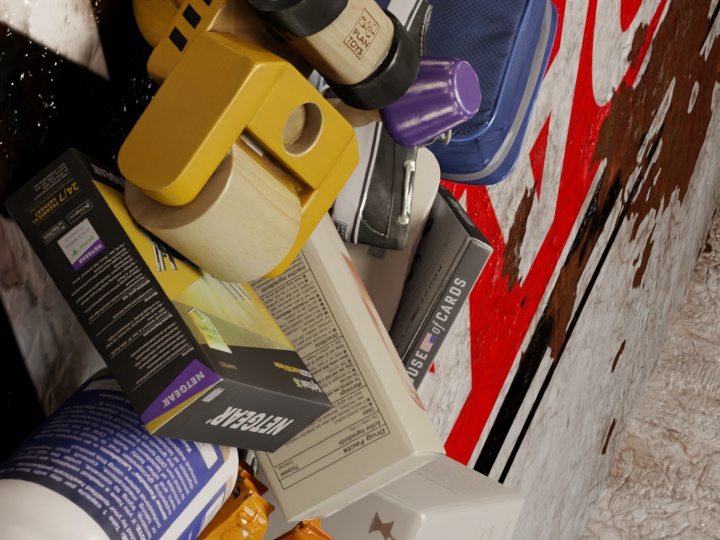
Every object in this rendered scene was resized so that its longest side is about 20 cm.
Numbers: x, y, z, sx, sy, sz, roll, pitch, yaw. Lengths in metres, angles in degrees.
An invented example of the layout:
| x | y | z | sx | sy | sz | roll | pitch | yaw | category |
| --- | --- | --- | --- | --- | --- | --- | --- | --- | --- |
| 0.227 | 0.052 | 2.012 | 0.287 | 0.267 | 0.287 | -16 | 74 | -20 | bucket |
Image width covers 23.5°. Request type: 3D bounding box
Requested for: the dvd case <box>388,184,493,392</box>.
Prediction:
| x | y | z | sx | sy | sz | roll | pitch | yaw | category |
| --- | --- | --- | --- | --- | --- | --- | --- | --- | --- |
| 0.039 | 0.021 | 1.281 | 0.150 | 0.025 | 0.200 | -63 | -168 | 10 | dvd case |

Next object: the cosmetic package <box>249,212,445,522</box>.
| x | y | z | sx | sy | sz | roll | pitch | yaw | category |
| --- | --- | --- | --- | --- | --- | --- | --- | --- | --- |
| -0.037 | 0.054 | 1.142 | 0.200 | 0.103 | 0.087 | 65 | 13 | 13 | cosmetic package |

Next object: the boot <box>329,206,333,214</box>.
| x | y | z | sx | sy | sz | roll | pitch | yaw | category |
| --- | --- | --- | --- | --- | --- | --- | --- | --- | --- |
| -0.033 | -0.036 | 1.302 | 0.200 | 0.068 | 0.189 | -9 | 115 | -71 | boot |

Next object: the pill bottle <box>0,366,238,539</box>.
| x | y | z | sx | sy | sz | roll | pitch | yaw | category |
| --- | --- | --- | --- | --- | --- | --- | --- | --- | --- |
| -0.163 | 0.148 | 1.003 | 0.200 | 0.116 | 0.116 | -49 | 150 | -52 | pill bottle |

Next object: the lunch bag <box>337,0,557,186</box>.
| x | y | z | sx | sy | sz | roll | pitch | yaw | category |
| --- | --- | --- | --- | --- | --- | --- | --- | --- | --- |
| 0.075 | -0.175 | 1.385 | 0.132 | 0.136 | 0.200 | 50 | 58 | -70 | lunch bag |

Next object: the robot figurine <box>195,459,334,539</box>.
| x | y | z | sx | sy | sz | roll | pitch | yaw | category |
| --- | --- | --- | --- | --- | --- | --- | --- | --- | --- |
| -0.118 | 0.221 | 1.144 | 0.200 | 0.058 | 0.145 | -39 | 125 | 10 | robot figurine |

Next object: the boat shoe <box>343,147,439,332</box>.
| x | y | z | sx | sy | sz | roll | pitch | yaw | category |
| --- | --- | --- | --- | --- | --- | --- | --- | --- | --- |
| 0.000 | 0.000 | 1.282 | 0.069 | 0.072 | 0.200 | 99 | 9 | -73 | boat shoe |

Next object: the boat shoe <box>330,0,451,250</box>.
| x | y | z | sx | sy | sz | roll | pitch | yaw | category |
| --- | --- | --- | --- | --- | --- | --- | --- | --- | --- |
| 0.033 | -0.111 | 1.234 | 0.074 | 0.068 | 0.200 | 93 | 10 | -70 | boat shoe |

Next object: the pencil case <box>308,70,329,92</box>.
| x | y | z | sx | sy | sz | roll | pitch | yaw | category |
| --- | --- | --- | --- | --- | --- | --- | --- | --- | --- |
| -0.046 | -0.206 | 1.070 | 0.083 | 0.091 | 0.200 | -14 | 131 | -17 | pencil case |

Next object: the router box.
| x | y | z | sx | sy | sz | roll | pitch | yaw | category |
| --- | --- | --- | --- | --- | --- | --- | --- | --- | --- |
| -0.105 | 0.024 | 1.001 | 0.052 | 0.157 | 0.200 | -37 | 164 | 8 | router box |

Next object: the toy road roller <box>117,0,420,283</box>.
| x | y | z | sx | sy | sz | roll | pitch | yaw | category |
| --- | --- | --- | --- | --- | --- | --- | --- | --- | --- |
| -0.075 | -0.108 | 0.988 | 0.200 | 0.146 | 0.123 | -59 | 145 | -7 | toy road roller |

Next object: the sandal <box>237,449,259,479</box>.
| x | y | z | sx | sy | sz | roll | pitch | yaw | category |
| --- | --- | --- | --- | --- | --- | --- | --- | --- | --- |
| -0.103 | 0.149 | 1.218 | 0.054 | 0.080 | 0.200 | 34 | 76 | -56 | sandal |

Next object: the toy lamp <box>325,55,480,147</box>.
| x | y | z | sx | sy | sz | roll | pitch | yaw | category |
| --- | --- | --- | --- | --- | --- | --- | --- | --- | --- |
| -0.021 | -0.094 | 1.065 | 0.058 | 0.200 | 0.058 | 18 | 68 | -54 | toy lamp |

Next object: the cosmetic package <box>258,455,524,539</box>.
| x | y | z | sx | sy | sz | roll | pitch | yaw | category |
| --- | --- | --- | --- | --- | --- | --- | --- | --- | --- |
| -0.006 | 0.217 | 1.317 | 0.200 | 0.166 | 0.168 | 8 | 105 | -63 | cosmetic package |
